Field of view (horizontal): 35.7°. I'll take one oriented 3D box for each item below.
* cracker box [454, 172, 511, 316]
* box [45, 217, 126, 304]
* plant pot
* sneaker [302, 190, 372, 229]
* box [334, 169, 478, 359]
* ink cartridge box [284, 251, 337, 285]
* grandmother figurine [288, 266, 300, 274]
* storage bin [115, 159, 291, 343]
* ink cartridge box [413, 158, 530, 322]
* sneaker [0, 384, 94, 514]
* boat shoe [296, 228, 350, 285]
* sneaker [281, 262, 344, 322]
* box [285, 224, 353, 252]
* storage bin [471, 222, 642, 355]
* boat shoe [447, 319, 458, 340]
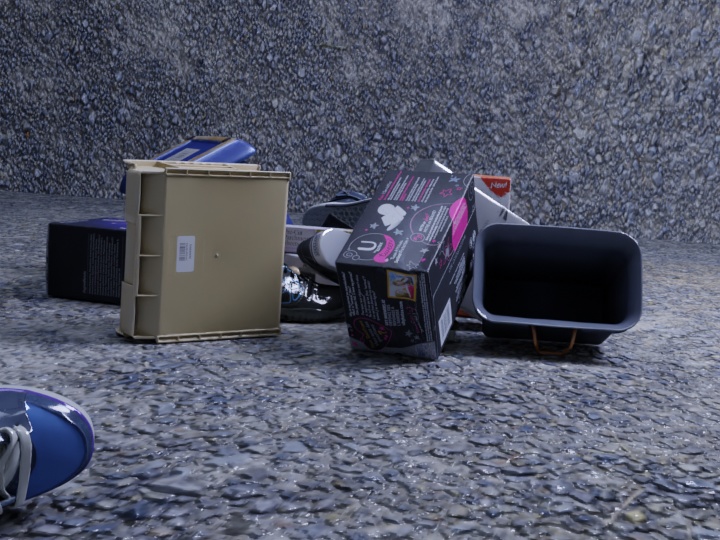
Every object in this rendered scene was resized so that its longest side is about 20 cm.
[{"bbox_3d":[0.144,-0.038,1.605,0.133,0.202,0.058,4,6,9],"label":"cracker box"},{"bbox_3d":[-0.320,-0.013,1.576,0.198,0.105,0.148,6,8,19],"label":"box"},{"bbox_3d":[-0.252,-0.101,1.751,0.199,0.181,0.199,-32,25,-28],"label":"plant pot"},{"bbox_3d":[0.021,-0.091,1.872,0.201,0.078,0.146,5,10,17],"label":"sneaker"},{"bbox_3d":[0.059,-0.011,1.310,0.114,0.133,0.200,6,38,20],"label":"box"},{"bbox_3d":[-0.029,0.014,1.652,0.115,0.067,0.199,-1,8,-37],"label":"ink cartridge box"},{"bbox_3d":[-0.170,0.025,1.549,0.121,0.061,0.199,0,6,42],"label":"grandmother figurine"},{"bbox_3d":[-0.189,-0.024,1.317,0.197,0.202,0.093,-1,10,-36],"label":"storage bin"},{"bbox_3d":[0.132,-0.034,1.494,0.199,0.147,0.084,33,0,-12],"label":"ink cartridge box"},{"bbox_3d":[-0.228,0.122,0.609,0.199,0.081,0.146,4,14,-30],"label":"sneaker"},{"bbox_3d":[0.000,0.000,1.544,0.199,0.072,0.068,20,-22,-36],"label":"boat shoe"},{"bbox_3d":[-0.097,0.023,1.470,0.198,0.083,0.073,0,7,-28],"label":"sneaker"},{"bbox_3d":[-0.038,-0.043,1.664,0.198,0.042,0.039,6,6,14],"label":"box"},{"bbox_3d":[0.233,0.039,1.370,0.198,0.147,0.134,3,-21,4],"label":"storage bin"},{"bbox_3d":[0.056,0.046,1.446,0.072,0.061,0.201,-1,8,-32],"label":"boat shoe"}]
